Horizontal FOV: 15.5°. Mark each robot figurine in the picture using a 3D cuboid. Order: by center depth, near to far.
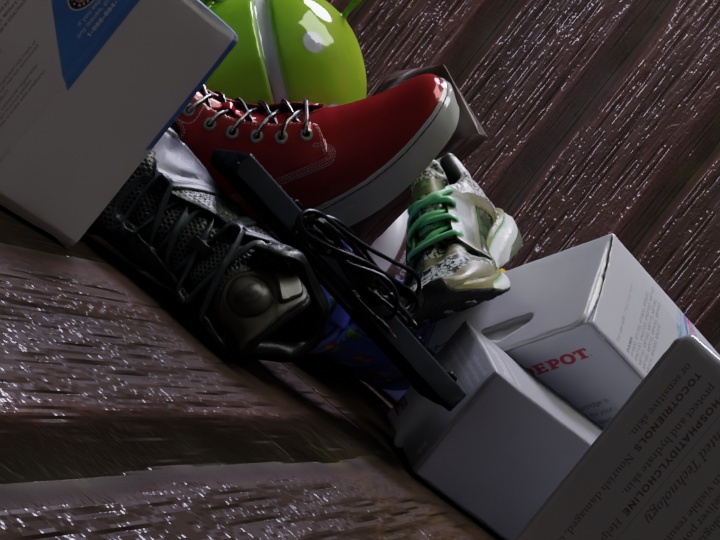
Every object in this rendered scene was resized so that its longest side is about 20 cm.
[{"bbox_3d":[-0.087,-0.109,1.632,0.116,0.199,0.176,-90,166,-74],"label":"robot figurine"}]

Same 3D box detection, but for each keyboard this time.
[{"bbox_3d":[0.000,0.000,1.504,0.200,0.040,0.104,47,-6,-19],"label":"keyboard"}]

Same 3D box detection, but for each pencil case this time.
[{"bbox_3d":[-0.001,0.029,1.707,0.087,0.078,0.200,22,-2,24],"label":"pencil case"}]

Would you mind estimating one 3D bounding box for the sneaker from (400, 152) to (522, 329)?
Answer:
[{"bbox_3d":[0.048,-0.023,1.672,0.089,0.077,0.200,63,13,-10],"label":"sneaker"}]

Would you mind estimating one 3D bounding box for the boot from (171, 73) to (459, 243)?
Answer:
[{"bbox_3d":[-0.054,-0.088,1.541,0.144,0.200,0.072,53,16,-24],"label":"boot"}]

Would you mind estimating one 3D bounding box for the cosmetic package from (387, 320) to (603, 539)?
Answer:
[{"bbox_3d":[0.120,0.130,1.608,0.200,0.090,0.107,40,7,-19],"label":"cosmetic package"}]

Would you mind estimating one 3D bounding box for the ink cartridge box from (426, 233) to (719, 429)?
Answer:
[{"bbox_3d":[0.156,0.086,1.706,0.200,0.147,0.086,48,42,-26],"label":"ink cartridge box"}]

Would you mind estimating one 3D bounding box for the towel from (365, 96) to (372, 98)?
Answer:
[{"bbox_3d":[-0.049,-0.071,1.738,0.112,0.199,0.049,-106,-178,-79],"label":"towel"}]

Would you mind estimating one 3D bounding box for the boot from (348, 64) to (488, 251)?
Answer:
[{"bbox_3d":[-0.024,-0.080,1.848,0.186,0.200,0.064,41,3,32],"label":"boot"}]

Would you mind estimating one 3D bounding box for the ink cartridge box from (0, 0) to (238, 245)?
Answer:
[{"bbox_3d":[-0.182,-0.131,1.408,0.200,0.145,0.084,42,4,40],"label":"ink cartridge box"}]

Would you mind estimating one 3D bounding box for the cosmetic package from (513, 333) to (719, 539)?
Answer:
[{"bbox_3d":[0.224,0.175,1.441,0.200,0.167,0.167,43,6,40],"label":"cosmetic package"}]

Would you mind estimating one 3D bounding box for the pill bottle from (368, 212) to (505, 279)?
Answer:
[{"bbox_3d":[0.052,0.023,2.036,0.200,0.109,0.109,35,5,-34],"label":"pill bottle"}]

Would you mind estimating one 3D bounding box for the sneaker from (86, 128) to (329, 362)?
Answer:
[{"bbox_3d":[-0.092,-0.019,1.446,0.199,0.076,0.114,43,-4,-20],"label":"sneaker"}]

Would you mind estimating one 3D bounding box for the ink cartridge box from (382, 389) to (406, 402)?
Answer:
[{"bbox_3d":[0.077,0.101,1.883,0.119,0.042,0.200,40,7,28],"label":"ink cartridge box"}]
